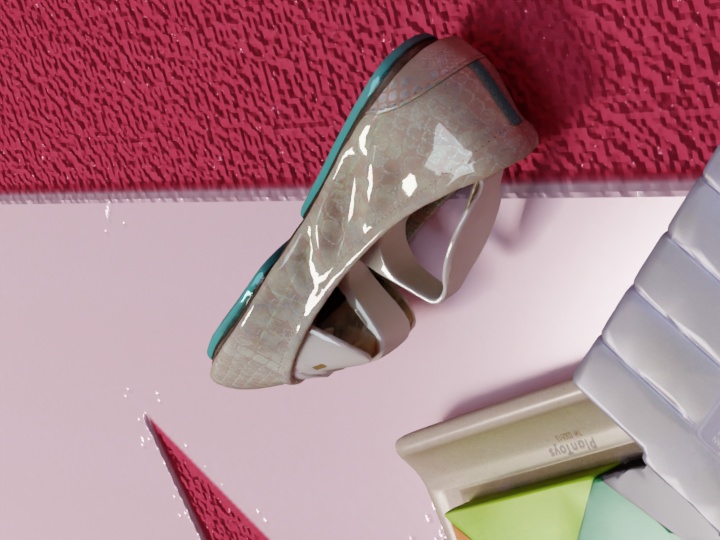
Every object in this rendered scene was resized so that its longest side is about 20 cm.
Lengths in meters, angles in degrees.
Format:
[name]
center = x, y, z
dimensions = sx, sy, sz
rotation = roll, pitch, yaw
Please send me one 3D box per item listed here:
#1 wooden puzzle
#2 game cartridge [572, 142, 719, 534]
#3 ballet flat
[wooden puzzle]
center = 0.101, 0.132, 0.595
dimensions = 0.185, 0.037, 0.200
rotation = -26, 90, 53
[game cartridge]
center = 0.158, 0.050, 0.464
dimensions = 0.200, 0.038, 0.130
rotation = 44, 133, 22
[ballet flat]
center = 0.000, 0.000, 0.623
dimensions = 0.062, 0.067, 0.200
rotation = 45, 140, 10
